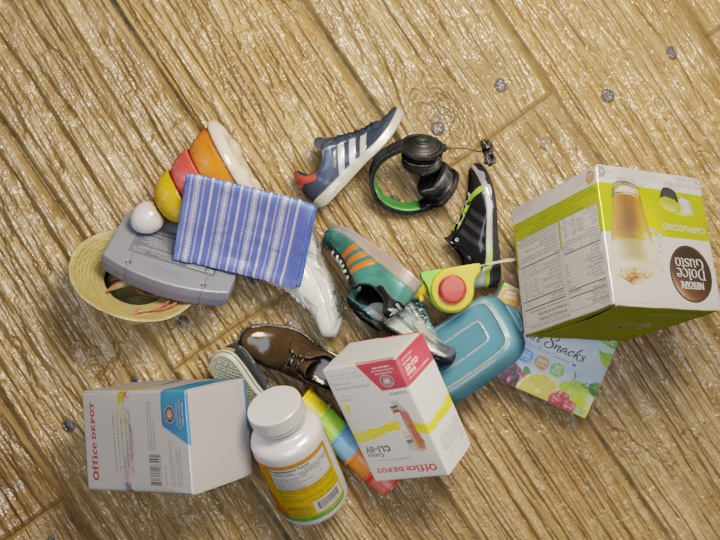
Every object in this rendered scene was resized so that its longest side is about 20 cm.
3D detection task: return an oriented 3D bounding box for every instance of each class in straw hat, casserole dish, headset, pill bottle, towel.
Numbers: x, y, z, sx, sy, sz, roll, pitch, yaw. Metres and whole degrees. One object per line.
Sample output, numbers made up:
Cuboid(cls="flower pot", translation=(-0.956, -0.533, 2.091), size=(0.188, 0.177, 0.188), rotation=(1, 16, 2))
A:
Cuboid(cls="straw hat", translation=(-0.351, 0.035, 1.550), size=(0.200, 0.202, 0.085), rotation=(18, 133, 0))
Cuboid(cls="casserole dish", translation=(0.156, 0.120, 1.535), size=(0.200, 0.039, 0.122), rotation=(-37, 62, 18))
Cuboid(cls="headset", translation=(0.109, -0.148, 1.528), size=(0.199, 0.094, 0.124), rotation=(-23, 126, 14))
Cuboid(cls="pill bottle", translation=(-0.097, 0.272, 1.495), size=(0.110, 0.111, 0.201), rotation=(-19, 123, 0))
Cuboid(cls="towel", translation=(-0.171, -0.055, 1.485), size=(0.199, 0.024, 0.146), rotation=(14, 118, -3))

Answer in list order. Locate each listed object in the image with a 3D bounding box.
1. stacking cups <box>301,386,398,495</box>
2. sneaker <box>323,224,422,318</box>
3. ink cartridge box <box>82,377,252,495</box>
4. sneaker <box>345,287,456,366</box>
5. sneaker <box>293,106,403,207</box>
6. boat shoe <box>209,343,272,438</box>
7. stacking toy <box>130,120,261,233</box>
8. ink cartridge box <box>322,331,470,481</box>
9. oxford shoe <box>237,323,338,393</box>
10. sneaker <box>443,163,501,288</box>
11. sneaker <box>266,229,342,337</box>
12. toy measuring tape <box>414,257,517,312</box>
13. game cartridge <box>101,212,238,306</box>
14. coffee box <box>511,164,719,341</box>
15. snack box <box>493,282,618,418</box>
Cuboid(cls="stacking cups", translation=(-0.023, 0.268, 1.561), size=(0.200, 0.061, 0.061), rotation=(43, 90, 0))
Cuboid(cls="sneaker", translation=(0.000, 0.000, 1.519), size=(0.200, 0.071, 0.080), rotation=(35, 82, 39))
Cuboid(cls="ink cartridge box", translation=(-0.285, 0.240, 1.484), size=(0.199, 0.146, 0.148), rotation=(-4, 90, 29))
Cuboid(cls="sneaker", translation=(0.073, 0.067, 1.532), size=(0.200, 0.078, 0.086), rotation=(35, 77, 25))
Cuboid(cls="sneaker", translation=(-0.022, -0.193, 1.559), size=(0.085, 0.075, 0.200), rotation=(44, 90, -4))
Cuboid(cls="boat shoe", translation=(-0.162, 0.199, 1.561), size=(0.074, 0.062, 0.201), rotation=(-24, 106, 23))
Cuboid(cls="stacking toy", translation=(-0.262, -0.122, 1.527), size=(0.199, 0.146, 0.147), rotation=(-29, 89, 2))
Cuboid(cls="ink cartridge box", translation=(0.055, 0.204, 1.487), size=(0.144, 0.083, 0.201), rotation=(-14, 108, 38))
Cuboid(cls="oxford shoe", translation=(-0.096, 0.133, 1.553), size=(0.199, 0.084, 0.073), rotation=(20, 92, 2))
Cuboid(cls="sneaker", translation=(0.169, -0.065, 1.560), size=(0.082, 0.072, 0.202), rotation=(-5, 89, 1))
Cuboid(cls="sneaker", translation=(-0.093, 0.016, 1.566), size=(0.099, 0.078, 0.201), rotation=(-22, 82, 8))
Cuboid(cls="toy measuring tape", translation=(0.173, 0.024, 1.515), size=(0.198, 0.074, 0.074), rotation=(-9, 89, -2))
Cuboid(cls="game cartridge", translation=(-0.283, -0.015, 1.536), size=(0.199, 0.134, 0.041), rotation=(17, 129, -1))
Cuboid(cls="coffee box", translation=(0.359, -0.016, 1.441), size=(0.198, 0.200, 0.199), rotation=(4, 73, -27))
Cuboid(cls="snack box", translation=(0.282, 0.123, 1.567), size=(0.199, 0.053, 0.143), rotation=(24, 88, 1))
